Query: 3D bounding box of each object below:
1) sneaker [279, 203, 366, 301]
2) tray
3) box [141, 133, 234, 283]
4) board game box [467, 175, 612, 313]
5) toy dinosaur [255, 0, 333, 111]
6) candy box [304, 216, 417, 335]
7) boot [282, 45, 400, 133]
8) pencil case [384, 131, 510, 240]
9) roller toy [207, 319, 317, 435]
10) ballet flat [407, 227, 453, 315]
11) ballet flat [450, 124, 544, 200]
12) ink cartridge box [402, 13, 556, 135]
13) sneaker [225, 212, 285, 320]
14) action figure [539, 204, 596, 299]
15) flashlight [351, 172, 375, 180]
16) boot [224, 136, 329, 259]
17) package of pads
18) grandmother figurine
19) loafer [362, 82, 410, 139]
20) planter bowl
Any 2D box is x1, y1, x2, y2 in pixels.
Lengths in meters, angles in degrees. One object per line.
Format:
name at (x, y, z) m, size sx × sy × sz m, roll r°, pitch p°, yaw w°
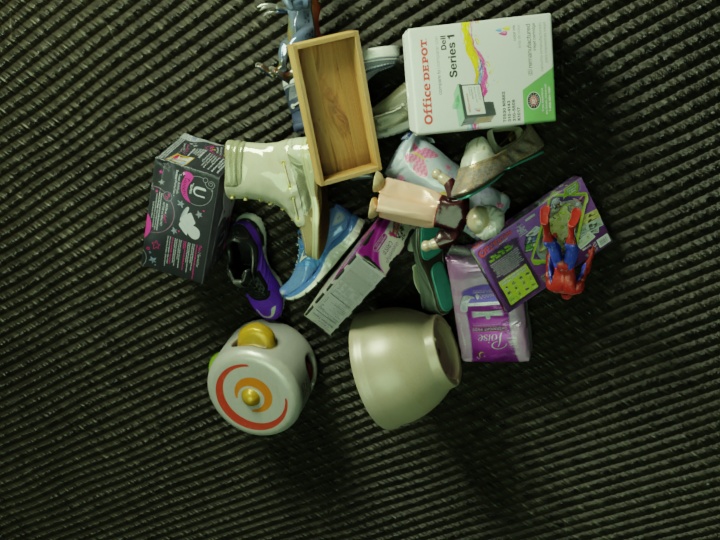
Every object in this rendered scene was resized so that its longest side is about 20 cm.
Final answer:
sneaker at (-0.078, -0.033, 1.373) m, size 0.089 × 0.079 × 0.200 m, roll 41°, pitch 111°, yaw 2°
tray at (-0.036, -0.233, 1.168) m, size 0.098 × 0.037 × 0.202 m, roll -17°, pitch 113°, yaw -15°
box at (-0.278, -0.104, 1.355) m, size 0.114 × 0.132 × 0.202 m, roll 18°, pitch 119°, yaw 2°
board game box at (0.275, -0.040, 1.234) m, size 0.199 × 0.032 × 0.121 m, roll -33°, pitch 113°, yaw -2°
toy dinosaur at (-0.086, -0.366, 1.192) m, size 0.199 × 0.105 × 0.183 m, roll 33°, pitch 89°, yaw -25°
candy box at (0.000, 0.000, 1.293) m, size 0.061 × 0.137 × 0.200 m, roll 38°, pitch 139°, yaw -4°
boot at (-0.023, -0.272, 1.228) m, size 0.198 × 0.073 × 0.091 m, roll -10°, pitch 95°, yaw 30°
pencil case at (0.134, -0.132, 1.252) m, size 0.199 × 0.091 × 0.083 m, roll 37°, pitch 142°, yaw -2°
roller toy at (-0.176, 0.195, 1.464) m, size 0.182 × 0.140 × 0.200 m, roll 42°, pitch 119°, yaw -7°
ballet flat at (0.106, -0.020, 1.329) m, size 0.063 × 0.067 × 0.202 m, roll 9°, pitch 119°, yaw 45°
ballet flat at (0.189, -0.166, 1.171) m, size 0.068 × 0.199 × 0.068 m, roll -12°, pitch 106°, yaw 50°
ink cartridge box at (0.164, -0.272, 1.135) m, size 0.197 × 0.084 × 0.147 m, roll -6°, pitch 102°, yaw 1°
sneaker at (-0.191, 0.011, 1.402) m, size 0.069 × 0.100 × 0.202 m, roll -6°, pitch 116°, yaw 18°
action figure at (0.301, -0.038, 1.180) m, size 0.065 × 0.100 × 0.201 m, roll 9°, pitch 146°, yaw 22°
flashlight at (-0.077, -0.172, 1.303) m, size 0.198 × 0.068 × 0.069 m, roll -2°, pitch 112°, yaw 18°
boot at (-0.131, -0.112, 1.276) m, size 0.153 × 0.072 × 0.202 m, roll 0°, pitch 118°, yaw 11°
package of pads at (0.211, 0.051, 1.323) m, size 0.119 × 0.076 × 0.202 m, roll -3°, pitch 114°, yaw 20°
grandmother figurine at (0.113, -0.085, 1.193) m, size 0.198 × 0.061 × 0.123 m, roll 12°, pitch 114°, yaw 10°
loafer at (0.068, -0.249, 1.227) m, size 0.198 × 0.075 × 0.070 m, roll -12°, pitch 106°, yaw 11°
planter bowl at (0.085, 0.147, 1.333) m, size 0.134 × 0.201 × 0.202 m, roll -18°, pitch 109°, yaw 23°
